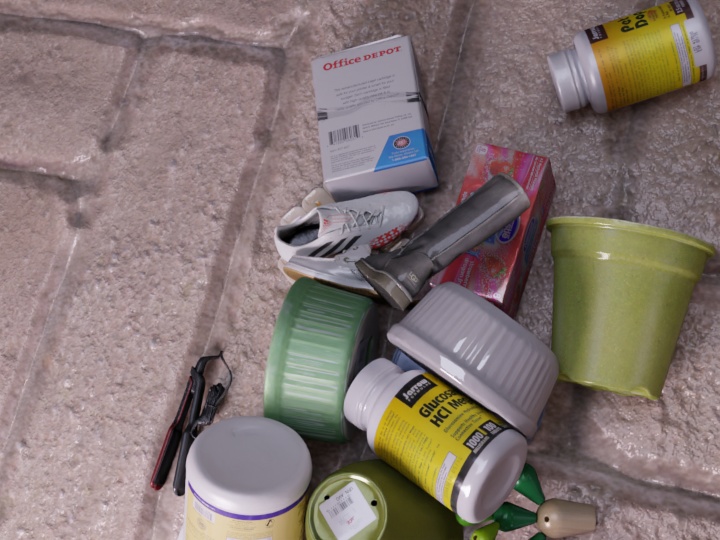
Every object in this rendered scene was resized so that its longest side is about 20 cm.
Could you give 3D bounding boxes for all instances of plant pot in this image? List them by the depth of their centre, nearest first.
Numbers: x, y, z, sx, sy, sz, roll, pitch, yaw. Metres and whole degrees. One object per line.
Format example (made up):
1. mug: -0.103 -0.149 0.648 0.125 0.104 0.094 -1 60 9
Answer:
1. plant pot: 0.009 0.296 1.317 0.185 0.200 0.190 -5 69 15
2. plant pot: 0.301 0.050 1.343 0.198 0.200 0.187 9 85 19

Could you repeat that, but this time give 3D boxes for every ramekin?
1. ramekin: 0.136 0.096 1.303 0.201 0.202 0.095 34 84 24
2. ramekin: -0.043 0.115 1.405 0.096 0.200 0.202 10 73 11

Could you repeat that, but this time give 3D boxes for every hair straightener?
1. hair straightener: -0.209 0.201 1.511 0.076 0.041 0.202 12 70 20

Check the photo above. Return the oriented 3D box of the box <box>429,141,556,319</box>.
1. box: 0.171 -0.046 1.452 0.102 0.095 0.202 15 76 20

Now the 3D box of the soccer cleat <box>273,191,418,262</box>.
1. soccer cleat: -0.020 -0.060 1.502 0.198 0.085 0.069 -18 66 10

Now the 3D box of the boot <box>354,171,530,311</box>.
1. boot: 0.096 -0.041 1.370 0.200 0.182 0.073 -45 109 -5

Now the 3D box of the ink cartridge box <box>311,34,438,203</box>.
1. ink cartridge box: 0.019 -0.201 1.551 0.144 0.084 0.202 -12 62 11

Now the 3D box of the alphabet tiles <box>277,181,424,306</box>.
1. alphabet tiles: -0.014 -0.041 1.549 0.200 0.015 0.196 -41 65 -1

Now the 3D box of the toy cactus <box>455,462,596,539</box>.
1. toy cactus: 0.190 0.294 1.337 0.163 0.102 0.203 2 69 -5

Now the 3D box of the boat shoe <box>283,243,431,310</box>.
1. boat shoe: 0.000 0.000 1.488 0.197 0.071 0.070 12 77 5

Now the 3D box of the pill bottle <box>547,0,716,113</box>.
1. pill bottle: 0.347 -0.271 1.474 0.198 0.109 0.110 -17 67 9

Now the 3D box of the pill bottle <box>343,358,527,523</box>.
1. pill bottle: 0.080 0.184 1.291 0.199 0.112 0.113 31 81 30

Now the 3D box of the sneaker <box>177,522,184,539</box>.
1. sneaker: -0.170 0.281 1.461 0.201 0.073 0.085 -53 31 2

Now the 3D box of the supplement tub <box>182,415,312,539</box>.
1. supplement tub: -0.135 0.288 1.336 0.143 0.202 0.146 6 34 -4

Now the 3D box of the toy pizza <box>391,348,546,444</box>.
1. toy pizza: 0.131 0.146 1.412 0.197 0.032 0.203 -1 86 12
